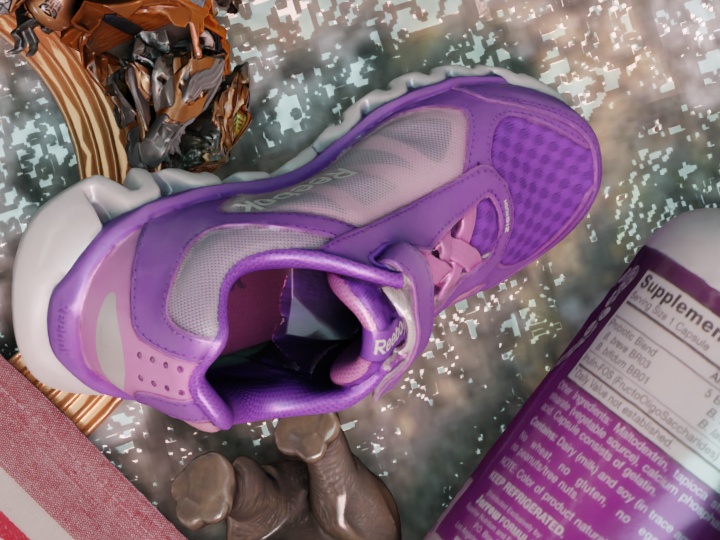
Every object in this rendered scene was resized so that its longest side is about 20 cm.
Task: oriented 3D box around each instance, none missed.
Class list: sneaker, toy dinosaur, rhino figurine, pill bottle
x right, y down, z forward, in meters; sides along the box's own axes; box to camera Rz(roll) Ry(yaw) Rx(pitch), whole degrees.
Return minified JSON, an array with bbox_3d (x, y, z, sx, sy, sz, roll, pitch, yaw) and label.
[{"bbox_3d":[0.000,0.000,0.886,0.199,0.088,0.081,-20,119,-30],"label":"sneaker"},{"bbox_3d":[-0.092,-0.126,0.902,0.102,0.135,0.201,-42,70,30],"label":"toy dinosaur"},{"bbox_3d":[-0.028,0.143,0.903,0.059,0.087,0.201,3,73,21],"label":"rhino figurine"},{"bbox_3d":[0.110,0.053,0.913,0.112,0.112,0.200,38,89,-4],"label":"pill bottle"}]

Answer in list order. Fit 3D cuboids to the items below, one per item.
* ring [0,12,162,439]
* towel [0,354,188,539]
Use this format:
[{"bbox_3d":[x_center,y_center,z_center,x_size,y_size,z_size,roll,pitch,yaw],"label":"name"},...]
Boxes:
[{"bbox_3d":[-0.153,-0.022,0.940,0.199,0.019,0.202,0,91,-3],"label":"ring"},{"bbox_3d":[-0.128,0.106,0.857,0.144,0.200,0.023,46,129,-12],"label":"towel"}]
